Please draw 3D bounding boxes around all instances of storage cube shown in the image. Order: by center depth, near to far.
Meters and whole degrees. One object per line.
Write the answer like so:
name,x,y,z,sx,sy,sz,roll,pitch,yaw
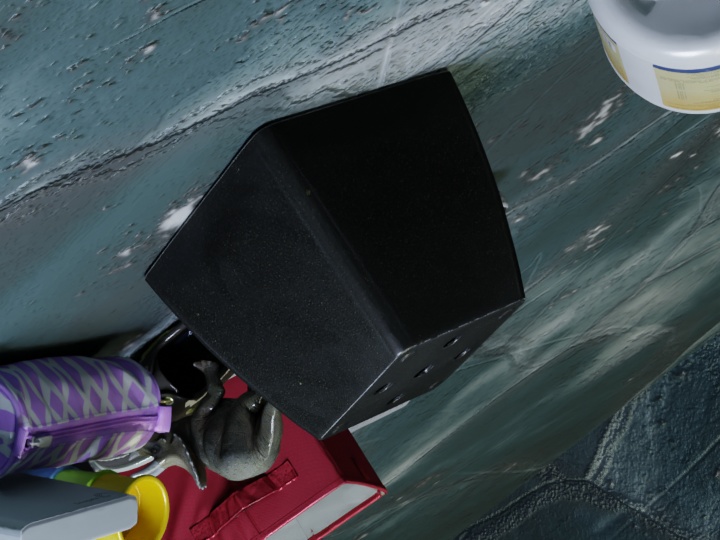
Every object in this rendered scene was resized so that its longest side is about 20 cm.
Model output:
storage cube,-0.106,0.156,1.863,0.170,0.180,0.200,-35,165,6

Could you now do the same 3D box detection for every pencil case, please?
pencil case,-0.226,0.107,1.614,0.085,0.085,0.200,6,-173,26

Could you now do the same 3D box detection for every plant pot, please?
plant pot,0.000,0.000,1.580,0.199,0.178,0.200,-21,161,-42

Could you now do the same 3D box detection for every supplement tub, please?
supplement tub,0.234,-0.191,1.528,0.144,0.145,0.200,-34,167,4

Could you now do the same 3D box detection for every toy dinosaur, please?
toy dinosaur,-0.091,0.123,1.684,0.199,0.103,0.077,-3,163,45

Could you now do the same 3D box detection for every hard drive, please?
hard drive,-0.278,0.167,1.567,0.199,0.027,0.132,8,-171,30

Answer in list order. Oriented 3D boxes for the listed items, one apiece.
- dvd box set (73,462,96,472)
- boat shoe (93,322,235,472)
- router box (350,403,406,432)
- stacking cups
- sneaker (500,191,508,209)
dvd box set,-0.273,0.248,1.865,0.200,0.147,0.029,-44,164,34
boat shoe,-0.149,0.084,1.760,0.201,0.072,0.061,-42,161,3
router box,0.009,0.105,2.220,0.179,0.049,0.200,-24,163,-35
stacking cups,-0.238,0.169,1.668,0.199,0.061,0.060,8,-166,36
sneaker,0.073,0.022,1.946,0.200,0.114,0.075,-39,165,22
